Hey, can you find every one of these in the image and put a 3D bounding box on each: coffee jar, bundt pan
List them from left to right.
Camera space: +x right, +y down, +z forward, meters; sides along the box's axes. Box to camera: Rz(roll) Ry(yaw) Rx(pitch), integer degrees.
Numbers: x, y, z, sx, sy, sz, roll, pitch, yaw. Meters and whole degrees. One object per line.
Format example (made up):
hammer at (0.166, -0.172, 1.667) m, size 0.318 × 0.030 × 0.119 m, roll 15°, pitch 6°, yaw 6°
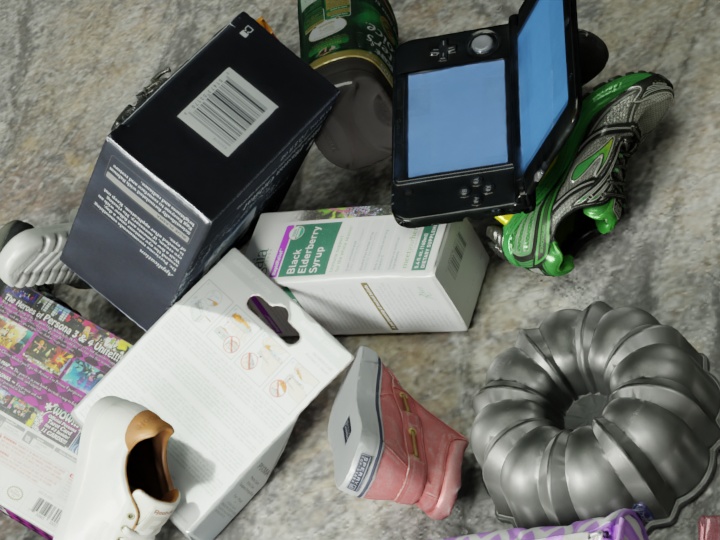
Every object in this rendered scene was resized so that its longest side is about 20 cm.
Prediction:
coffee jar at (-0.009, -0.186, 1.742) m, size 0.085 × 0.105 × 0.201 m, roll -20°, pitch 38°, yaw 15°
bundt pan at (0.168, 0.106, 1.417) m, size 0.201 × 0.076 × 0.203 m, roll -17°, pitch 47°, yaw 19°

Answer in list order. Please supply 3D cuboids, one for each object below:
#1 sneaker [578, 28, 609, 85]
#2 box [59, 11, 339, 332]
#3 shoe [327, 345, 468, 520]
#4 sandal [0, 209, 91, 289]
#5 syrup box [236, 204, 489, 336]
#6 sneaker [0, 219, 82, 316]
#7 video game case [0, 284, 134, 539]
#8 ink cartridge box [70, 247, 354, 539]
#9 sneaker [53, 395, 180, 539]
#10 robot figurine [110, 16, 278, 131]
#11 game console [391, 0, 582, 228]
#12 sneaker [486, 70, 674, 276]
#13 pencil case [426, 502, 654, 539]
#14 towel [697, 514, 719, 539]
sneaker at (0.129, -0.142, 1.660) m, size 0.199 × 0.074 × 0.089 m, roll -22°, pitch 44°, yaw 30°
box at (-0.140, -0.081, 1.641) m, size 0.117 × 0.200 × 0.197 m, roll 39°, pitch 54°, yaw 4°
shoe at (0.029, 0.130, 1.498) m, size 0.200 × 0.090 × 0.072 m, roll -95°, pitch 28°, yaw -69°
sandal at (-0.265, -0.027, 1.730) m, size 0.050 × 0.202 × 0.083 m, roll 45°, pitch 106°, yaw 17°
syrup box at (0.000, 0.000, 1.612) m, size 0.199 × 0.082 × 0.079 m, roll -2°, pitch 52°, yaw 30°
sneaker at (-0.298, 0.034, 1.785) m, size 0.114 × 0.076 × 0.200 m, roll -15°, pitch 50°, yaw 19°
video game case at (-0.272, 0.127, 1.656) m, size 0.199 × 0.036 × 0.182 m, roll 26°, pitch 70°, yaw 16°
ink cartridge box at (-0.120, 0.104, 1.587) m, size 0.200 × 0.047 × 0.160 m, roll -46°, pitch 63°, yaw -7°
sneaker at (-0.192, 0.207, 1.515) m, size 0.084 × 0.073 × 0.202 m, roll 14°, pitch 100°, yaw 36°
robot figurine at (-0.150, -0.157, 1.860) m, size 0.200 × 0.058 × 0.145 m, roll -37°, pitch 43°, yaw 0°
game console at (0.099, -0.154, 1.545) m, size 0.175 × 0.117 × 0.201 m, roll -8°, pitch 52°, yaw 13°
sneaker at (0.197, -0.075, 1.564) m, size 0.085 × 0.078 × 0.200 m, roll 34°, pitch 85°, yaw 39°
pencil case at (0.112, 0.220, 1.349) m, size 0.199 × 0.086 × 0.084 m, roll -15°, pitch 53°, yaw 24°
towel at (0.321, 0.213, 1.265) m, size 0.199 × 0.023 × 0.145 m, roll -14°, pitch 49°, yaw 23°
